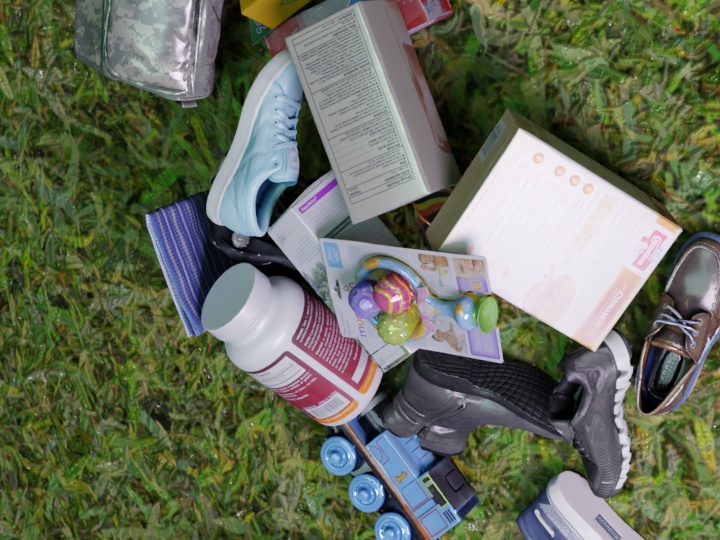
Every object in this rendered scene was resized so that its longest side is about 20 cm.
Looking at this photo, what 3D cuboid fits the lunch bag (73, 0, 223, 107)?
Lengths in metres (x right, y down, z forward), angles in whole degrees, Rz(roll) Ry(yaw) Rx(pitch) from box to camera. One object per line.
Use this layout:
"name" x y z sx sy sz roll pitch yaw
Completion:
"lunch bag" -0.215 -0.297 1.660 0.167 0.138 0.203 29 120 39

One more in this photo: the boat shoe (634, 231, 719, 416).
"boat shoe" 0.325 0.061 1.529 0.072 0.072 0.203 20 116 22

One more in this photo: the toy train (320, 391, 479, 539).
"toy train" 0.041 0.229 1.749 0.114 0.087 0.201 -39 83 24

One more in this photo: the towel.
"towel" -0.176 -0.013 1.722 0.024 0.200 0.147 -19 95 18

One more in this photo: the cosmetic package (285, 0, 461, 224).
"cosmetic package" 0.015 -0.162 1.539 0.102 0.087 0.203 -19 91 31

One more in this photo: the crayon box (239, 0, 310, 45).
"crayon box" -0.071 -0.345 1.599 0.199 0.051 0.127 -32 55 34

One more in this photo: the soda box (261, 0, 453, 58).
"soda box" -0.004 -0.262 1.617 0.198 0.063 0.071 -20 96 34

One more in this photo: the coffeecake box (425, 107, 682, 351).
"coffeecake box" 0.190 -0.039 1.506 0.198 0.073 0.154 30 107 -15

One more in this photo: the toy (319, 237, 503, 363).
"toy" 0.040 0.036 1.497 0.198 0.047 0.117 5 120 33

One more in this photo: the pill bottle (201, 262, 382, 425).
"pill bottle" -0.076 0.079 1.682 0.112 0.114 0.199 -27 130 33

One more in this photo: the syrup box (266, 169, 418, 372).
"syrup box" 0.000 0.000 1.606 0.201 0.081 0.079 51 150 0

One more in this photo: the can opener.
"can opener" -0.073 -0.024 1.675 0.197 0.079 0.064 17 90 5

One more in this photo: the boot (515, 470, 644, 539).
"boot" 0.260 0.319 1.665 0.201 0.072 0.091 51 131 15

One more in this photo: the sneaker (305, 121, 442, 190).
"sneaker" 0.006 -0.117 1.653 0.200 0.078 0.090 -40 82 33

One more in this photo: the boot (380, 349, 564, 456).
"boot" 0.131 0.158 1.676 0.198 0.070 0.132 25 132 3

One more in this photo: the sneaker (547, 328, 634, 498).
"sneaker" 0.234 0.158 1.588 0.067 0.089 0.202 -131 31 -53

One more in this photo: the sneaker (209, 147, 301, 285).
"sneaker" -0.107 -0.060 1.747 0.073 0.089 0.202 -4 129 17

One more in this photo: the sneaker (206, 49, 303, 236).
"sneaker" -0.088 -0.129 1.609 0.081 0.074 0.202 27 101 25

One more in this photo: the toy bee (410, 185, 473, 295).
"toy bee" 0.114 -0.023 1.591 0.199 0.109 0.131 35 166 31
